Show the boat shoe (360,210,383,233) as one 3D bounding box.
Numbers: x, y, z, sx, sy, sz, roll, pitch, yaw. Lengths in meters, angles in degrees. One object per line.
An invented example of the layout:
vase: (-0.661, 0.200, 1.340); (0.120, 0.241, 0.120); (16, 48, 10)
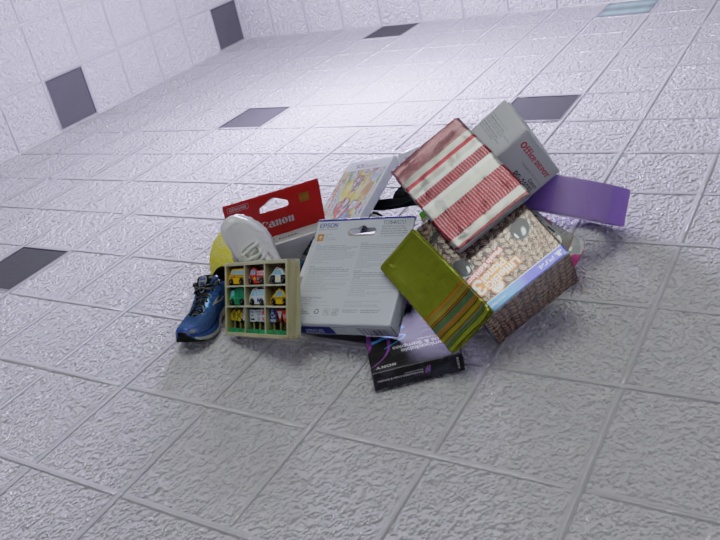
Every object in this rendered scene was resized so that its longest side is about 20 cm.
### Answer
boat shoe: (0.016, -0.087, 1.639); (0.062, 0.072, 0.199); (11, 7, -26)

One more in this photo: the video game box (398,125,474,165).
video game box: (0.199, -0.201, 1.467); (0.197, 0.048, 0.181); (6, -15, -37)

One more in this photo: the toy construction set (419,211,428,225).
toy construction set: (0.194, -0.108, 1.539); (0.197, 0.094, 0.131); (-12, -12, -35)

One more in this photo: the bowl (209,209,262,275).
bowl: (-0.226, -0.064, 1.652); (0.195, 0.110, 0.201); (-11, 26, 6)

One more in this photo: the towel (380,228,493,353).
towel: (0.108, 0.027, 1.202); (0.086, 0.018, 0.201); (-46, 53, 8)

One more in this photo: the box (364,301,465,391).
box: (0.078, 0.105, 1.269); (0.140, 0.037, 0.201); (-14, 28, 1)

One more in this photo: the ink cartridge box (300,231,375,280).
ink cartridge box: (0.000, 0.000, 1.450); (0.195, 0.084, 0.148); (-7, 29, 12)

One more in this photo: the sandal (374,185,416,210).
sandal: (0.099, -0.154, 1.597); (0.197, 0.049, 0.075); (-6, -2, 40)

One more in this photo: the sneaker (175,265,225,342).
sneaker: (-0.286, 0.059, 1.467); (0.077, 0.091, 0.201); (-5, 28, 19)

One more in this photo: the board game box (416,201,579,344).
board game box: (0.208, -0.023, 1.242); (0.158, 0.097, 0.201); (-38, 55, 3)

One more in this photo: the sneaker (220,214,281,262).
sneaker: (-0.175, -0.015, 1.440); (0.076, 0.201, 0.081); (-37, 27, 5)

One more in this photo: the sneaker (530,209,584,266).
sneaker: (0.304, -0.050, 1.373); (0.082, 0.087, 0.200); (-59, 23, 7)

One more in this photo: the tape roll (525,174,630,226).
tape roll: (0.375, -0.128, 1.436); (0.195, 0.067, 0.200); (11, 6, -1)

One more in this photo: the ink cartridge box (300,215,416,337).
ink cartridge box: (-0.006, 0.008, 1.320); (0.196, 0.041, 0.204); (0, 61, 31)

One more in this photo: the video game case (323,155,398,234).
video game case: (-0.020, -0.142, 1.646); (0.181, 0.023, 0.203); (2, 59, 59)

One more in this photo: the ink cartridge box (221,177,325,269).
ink cartridge box: (-0.146, -0.059, 1.515); (0.196, 0.180, 0.045); (-19, 28, -17)

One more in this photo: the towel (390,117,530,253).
towel: (0.153, -0.135, 1.254); (0.143, 0.023, 0.201); (-39, 56, 3)

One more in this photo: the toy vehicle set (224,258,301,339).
toy vehicle set: (-0.167, 0.048, 1.349); (0.026, 0.128, 0.198); (-1, -2, -39)

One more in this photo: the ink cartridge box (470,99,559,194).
ink cartridge box: (0.212, -0.159, 1.339); (0.199, 0.145, 0.084); (-40, 50, 15)
